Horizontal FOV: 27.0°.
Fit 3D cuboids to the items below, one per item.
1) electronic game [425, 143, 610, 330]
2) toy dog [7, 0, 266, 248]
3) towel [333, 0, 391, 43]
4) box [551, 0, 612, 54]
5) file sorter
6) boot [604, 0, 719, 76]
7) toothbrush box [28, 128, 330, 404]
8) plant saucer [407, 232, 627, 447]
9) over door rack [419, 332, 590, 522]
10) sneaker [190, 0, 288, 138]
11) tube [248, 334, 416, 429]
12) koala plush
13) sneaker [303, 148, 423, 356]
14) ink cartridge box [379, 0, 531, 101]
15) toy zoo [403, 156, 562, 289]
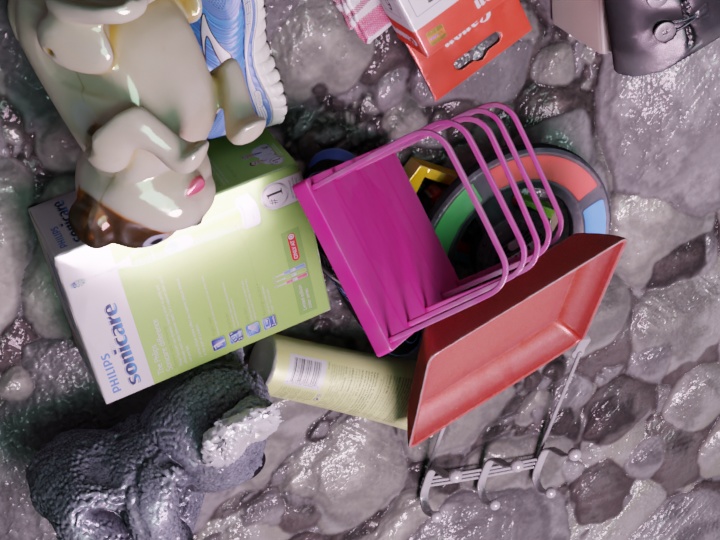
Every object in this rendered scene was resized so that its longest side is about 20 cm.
[{"bbox_3d":[0.134,-0.019,1.323,0.199,0.042,0.201,-13,124,-21],"label":"electronic game"},{"bbox_3d":[-0.164,-0.109,1.032,0.140,0.193,0.201,-50,137,-53],"label":"toy dog"},{"bbox_3d":[0.021,-0.287,1.133,0.146,0.030,0.200,-34,128,-7],"label":"towel"},{"bbox_3d":[0.197,-0.283,1.198,0.068,0.082,0.201,-21,128,-17],"label":"box"},{"bbox_3d":[0.064,-0.044,1.149,0.125,0.200,0.139,-26,93,23],"label":"file sorter"},{"bbox_3d":[0.187,-0.231,1.141,0.164,0.066,0.200,-17,140,8],"label":"boot"},{"bbox_3d":[-0.139,-0.008,1.181,0.199,0.086,0.146,-24,127,-15],"label":"toothbrush box"},{"bbox_3d":[0.120,0.053,1.267,0.199,0.037,0.200,-30,159,-17],"label":"plant saucer"},{"bbox_3d":[0.142,0.150,1.440,0.147,0.067,0.201,-6,121,-26],"label":"over door rack"},{"bbox_3d":[-0.117,-0.178,1.095,0.089,0.079,0.201,-26,128,-15],"label":"sneaker"},{"bbox_3d":[-0.002,0.101,1.325,0.199,0.058,0.052,14,66,-29],"label":"tube"},{"bbox_3d":[-0.148,0.151,1.224,0.184,0.177,0.200,37,101,-28],"label":"koala plush"},{"bbox_3d":[0.000,0.000,1.241,0.070,0.078,0.201,-17,117,18],"label":"sneaker"},{"bbox_3d":[0.069,-0.226,1.147,0.109,0.050,0.200,-37,128,-7],"label":"ink cartridge box"},{"bbox_3d":[0.074,-0.023,1.327,0.199,0.020,0.132,16,110,-35],"label":"toy zoo"}]
